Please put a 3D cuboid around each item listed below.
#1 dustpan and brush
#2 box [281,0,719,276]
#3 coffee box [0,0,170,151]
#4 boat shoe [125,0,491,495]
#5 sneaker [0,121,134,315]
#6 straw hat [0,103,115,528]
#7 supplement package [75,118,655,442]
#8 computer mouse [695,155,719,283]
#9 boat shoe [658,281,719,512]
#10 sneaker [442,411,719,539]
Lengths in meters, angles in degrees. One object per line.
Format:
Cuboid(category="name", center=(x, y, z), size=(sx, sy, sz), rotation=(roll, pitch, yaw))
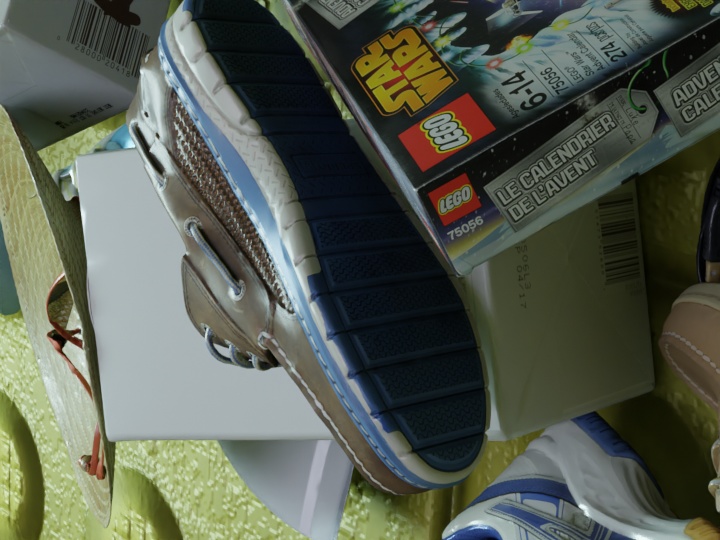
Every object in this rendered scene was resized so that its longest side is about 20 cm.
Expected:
Cuboid(category="dustpan and brush", center=(-0.049, 0.036, 0.914), size=(0.199, 0.057, 0.141), rotation=(22, 103, 40))
Cuboid(category="box", center=(0.054, -0.091, 0.639), size=(0.040, 0.136, 0.200), rotation=(60, 180, -33))
Cuboid(category="coffee box", center=(-0.138, -0.171, 0.885), size=(0.114, 0.079, 0.201), rotation=(-16, 56, 50))
Cuboid(category="boat shoe", center=(-0.022, -0.001, 0.654), size=(0.072, 0.072, 0.201), rotation=(-45, 60, 36))
Cuboid(category="sneaker", center=(-0.157, -0.025, 0.964), size=(0.200, 0.130, 0.080), rotation=(-39, 65, 47))
Cuboid(category="straw hat", center=(-0.106, 0.011, 0.862), size=(0.201, 0.085, 0.202), rotation=(165, 90, -74))
Cuboid(category="supplement package", center=(0.000, 0.000, 0.750), size=(0.199, 0.119, 0.122), rotation=(-3, 95, 37))
Cuboid(category="computer mouse", center=(0.132, -0.083, 0.672), size=(0.058, 0.034, 0.202), rotation=(8, 104, 49))
Cuboid(category="boat shoe", center=(0.144, 0.064, 0.613), size=(0.064, 0.071, 0.200), rotation=(-43, 27, 1))
Cuboid(category="sneaker", center=(0.097, 0.128, 0.668), size=(0.075, 0.088, 0.200), rotation=(56, 175, -25))
